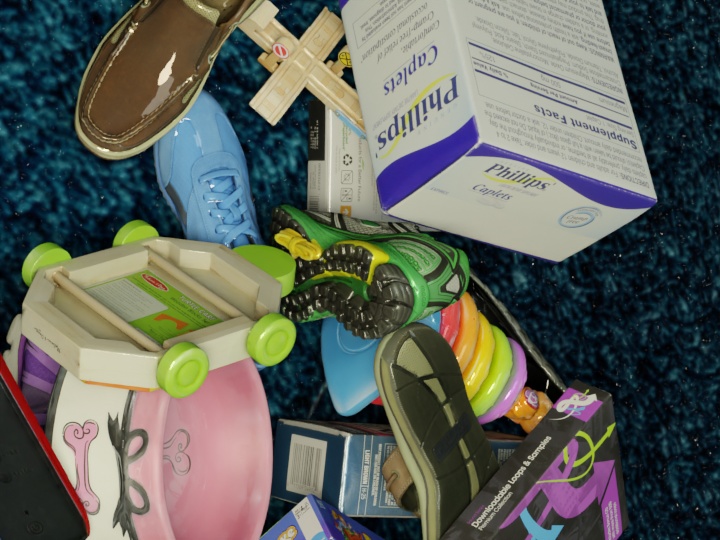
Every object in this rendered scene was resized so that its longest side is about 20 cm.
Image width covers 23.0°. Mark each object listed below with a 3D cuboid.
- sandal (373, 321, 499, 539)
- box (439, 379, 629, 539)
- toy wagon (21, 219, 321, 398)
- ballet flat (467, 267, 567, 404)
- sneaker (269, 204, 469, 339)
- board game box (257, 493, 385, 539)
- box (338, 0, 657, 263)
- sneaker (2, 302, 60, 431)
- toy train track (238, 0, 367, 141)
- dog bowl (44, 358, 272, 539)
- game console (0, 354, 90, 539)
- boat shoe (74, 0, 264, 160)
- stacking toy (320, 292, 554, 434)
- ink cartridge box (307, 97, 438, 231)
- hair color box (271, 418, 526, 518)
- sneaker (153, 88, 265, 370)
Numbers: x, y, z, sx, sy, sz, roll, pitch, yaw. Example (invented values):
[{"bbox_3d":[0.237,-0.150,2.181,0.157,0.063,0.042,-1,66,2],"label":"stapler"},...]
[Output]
[{"bbox_3d":[0.045,0.123,1.202,0.080,0.057,0.202,-35,119,-41],"label":"sandal"},{"bbox_3d":[0.118,0.194,1.243,0.200,0.036,0.143,-44,138,-30],"label":"box"},{"bbox_3d":[-0.109,0.018,1.109,0.200,0.155,0.040,-17,127,-40],"label":"toy wagon"},{"bbox_3d":[0.094,0.042,1.348,0.200,0.057,0.067,43,71,-28],"label":"ballet flat"},{"bbox_3d":[0.000,0.000,1.200,0.085,0.200,0.078,-10,109,-30],"label":"sneaker"},{"bbox_3d":[-0.016,0.250,1.240,0.134,0.045,0.200,-42,133,10],"label":"board game box"},{"bbox_3d":[0.093,-0.127,1.242,0.184,0.105,0.201,14,54,-40],"label":"box"},{"bbox_3d":[-0.192,0.093,1.152,0.080,0.083,0.201,20,82,-33],"label":"sneaker"},{"bbox_3d":[-0.004,-0.124,1.249,0.200,0.033,0.115,41,53,-11],"label":"toy train track"},{"bbox_3d":[-0.122,0.122,1.145,0.200,0.074,0.201,-3,90,-68],"label":"dog bowl"},{"bbox_3d":[-0.281,0.114,1.053,0.031,0.199,0.177,-66,135,-65],"label":"game console"},{"bbox_3d":[-0.121,-0.165,1.172,0.075,0.075,0.203,33,69,-1],"label":"boat shoe"},{"bbox_3d":[0.077,0.074,1.288,0.200,0.110,0.116,31,34,-31],"label":"stacking toy"},{"bbox_3d":[0.052,-0.077,1.325,0.199,0.037,0.095,0,93,-30],"label":"ink cartridge box"},{"bbox_3d":[0.044,0.146,1.299,0.199,0.100,0.061,7,89,-33],"label":"hair color box"},{"bbox_3d":[-0.090,-0.028,1.213,0.066,0.078,0.201,-14,100,-29],"label":"sneaker"}]
